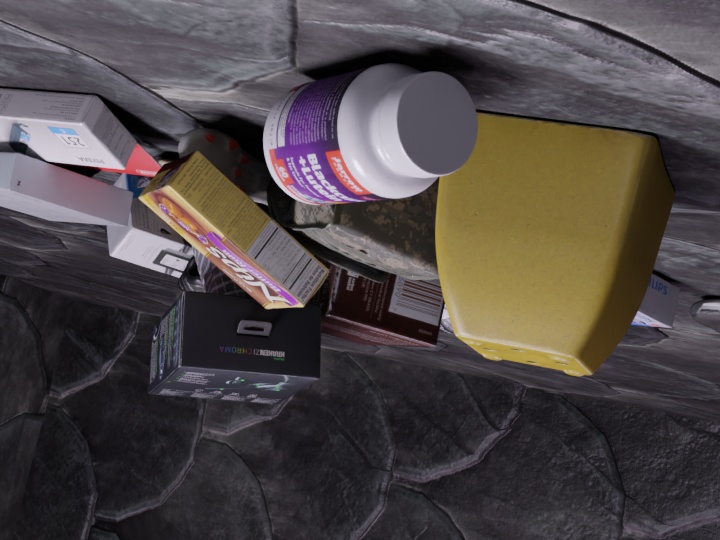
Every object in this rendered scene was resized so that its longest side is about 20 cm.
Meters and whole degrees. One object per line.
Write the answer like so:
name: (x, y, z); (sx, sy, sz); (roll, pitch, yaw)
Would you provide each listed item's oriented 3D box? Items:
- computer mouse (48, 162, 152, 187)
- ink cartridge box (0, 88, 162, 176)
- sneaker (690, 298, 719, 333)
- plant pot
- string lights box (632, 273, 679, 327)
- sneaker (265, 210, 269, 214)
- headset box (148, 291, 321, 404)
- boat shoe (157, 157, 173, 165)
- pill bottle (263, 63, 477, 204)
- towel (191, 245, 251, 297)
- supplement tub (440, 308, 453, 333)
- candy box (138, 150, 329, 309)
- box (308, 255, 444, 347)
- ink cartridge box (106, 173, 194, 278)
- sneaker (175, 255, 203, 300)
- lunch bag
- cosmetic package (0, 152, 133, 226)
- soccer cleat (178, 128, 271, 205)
computer mouse: (-0.338, -0.143, 1.692); (0.139, 0.046, 0.200); (24, 159, -16)
ink cartridge box: (-0.348, -0.148, 1.555); (0.198, 0.045, 0.176); (9, 155, 30)
sneaker: (0.529, 0.108, 1.730); (0.198, 0.117, 0.075); (10, 171, 16)
plant pot: (0.172, -0.014, 1.221); (0.192, 0.202, 0.195); (10, 172, 20)
string lights box: (0.313, 0.029, 1.749); (0.102, 0.060, 0.199); (23, 167, -38)
sneaker: (-0.085, -0.039, 1.887); (0.198, 0.070, 0.100); (13, 169, 0)
headset box: (-0.153, 0.096, 1.583); (0.172, 0.094, 0.200); (6, 164, -18)
boat shoe: (-0.236, -0.101, 1.734); (0.071, 0.066, 0.200); (13, 171, -1)
pill bottle: (0.009, -0.115, 1.116); (0.111, 0.113, 0.199); (18, 170, -31)
towel: (-0.174, -0.017, 1.663); (0.085, 0.167, 0.200); (-13, 167, -15)
supplement tub: (0.107, 0.024, 1.822); (0.122, 0.124, 0.199); (20, 169, -39)
candy box: (-0.140, -0.040, 1.440); (0.200, 0.057, 0.116); (44, 160, -18)
box: (0.000, 0.000, 1.682); (0.163, 0.168, 0.199); (16, 170, -26)
ink cartridge box: (-0.260, -0.055, 1.867); (0.199, 0.117, 0.068); (19, 131, -35)
sneaker: (-0.155, 0.006, 1.823); (0.197, 0.077, 0.115); (-2, 147, -15)
lunch bag: (-0.001, -0.061, 1.457); (0.163, 0.119, 0.199); (25, 169, -27)
cosmetic package: (-0.408, -0.102, 1.643); (0.149, 0.052, 0.199); (8, 174, 35)
soccer cleat: (-0.148, -0.114, 1.525); (0.077, 0.070, 0.199); (13, 175, 41)
